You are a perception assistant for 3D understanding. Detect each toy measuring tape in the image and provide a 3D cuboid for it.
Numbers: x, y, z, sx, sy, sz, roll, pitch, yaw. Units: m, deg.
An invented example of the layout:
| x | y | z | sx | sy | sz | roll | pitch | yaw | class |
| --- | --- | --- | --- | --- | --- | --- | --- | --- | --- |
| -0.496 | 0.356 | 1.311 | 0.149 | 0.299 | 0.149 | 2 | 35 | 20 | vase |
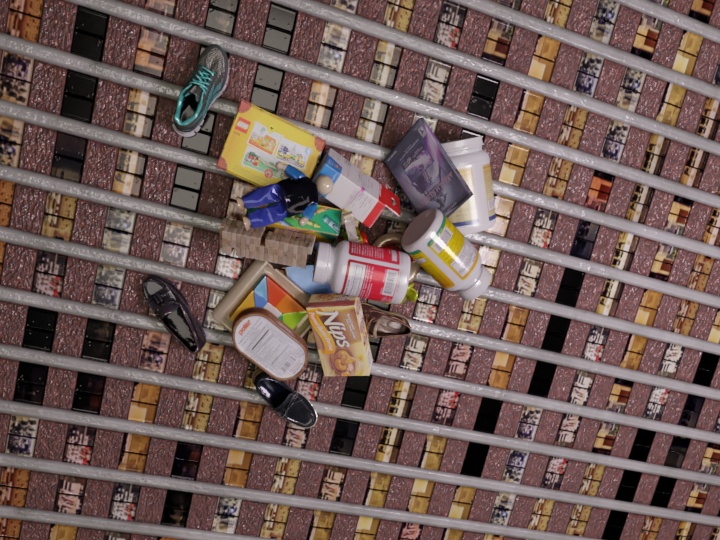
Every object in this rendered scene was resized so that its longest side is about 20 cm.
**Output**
| x | y | z | sx | sy | sz | roll | pitch | yaw | class |
| --- | --- | --- | --- | --- | --- | --- | --- | --- | --- |
| -0.021 | -0.083 | 1.183 | 0.072 | 0.074 | 0.201 | -23 | 147 | -5 | toy measuring tape |

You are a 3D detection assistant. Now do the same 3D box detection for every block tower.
| x | y | z | sx | sy | sz | roll | pitch | yaw | class |
| --- | --- | --- | --- | --- | --- | --- | --- | --- | --- |
| -0.196 | -0.056 | 1.109 | 0.195 | 0.054 | 0.059 | 10 | 124 | -2 | block tower |

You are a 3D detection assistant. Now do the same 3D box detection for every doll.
| x | y | z | sx | sy | sz | roll | pitch | yaw | class |
| --- | --- | --- | --- | --- | --- | --- | --- | --- | --- |
| -0.148 | -0.152 | 1.070 | 0.196 | 0.048 | 0.139 | -18 | 88 | -8 | doll |

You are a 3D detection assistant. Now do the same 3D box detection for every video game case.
| x | y | z | sx | sy | sz | roll | pitch | yaw | class |
| --- | --- | --- | --- | --- | --- | --- | --- | --- | --- |
| 0.144 | -0.207 | 1.165 | 0.019 | 0.143 | 0.202 | -20 | 75 | -43 | video game case |

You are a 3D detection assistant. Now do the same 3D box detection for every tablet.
| x | y | z | sx | sy | sz | roll | pitch | yaw | class |
| --- | --- | --- | --- | --- | --- | --- | --- | --- | --- |
| -0.112 | -0.007 | 1.245 | 0.127 | 0.014 | 0.205 | -13 | 103 | -8 | tablet |

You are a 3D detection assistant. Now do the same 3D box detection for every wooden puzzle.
| x | y | z | sx | sy | sz | roll | pitch | yaw | class |
| --- | --- | --- | --- | --- | --- | --- | --- | --- | --- |
| -0.214 | 0.098 | 1.225 | 0.199 | 0.037 | 0.186 | 41 | 95 | -12 | wooden puzzle |

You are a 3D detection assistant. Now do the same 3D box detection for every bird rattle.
| x | y | z | sx | sy | sz | roll | pitch | yaw | class |
| --- | --- | --- | --- | --- | --- | --- | --- | --- | --- |
| 0.095 | -0.021 | 1.237 | 0.161 | 0.113 | 0.203 | 28 | 95 | 7 | bird rattle |

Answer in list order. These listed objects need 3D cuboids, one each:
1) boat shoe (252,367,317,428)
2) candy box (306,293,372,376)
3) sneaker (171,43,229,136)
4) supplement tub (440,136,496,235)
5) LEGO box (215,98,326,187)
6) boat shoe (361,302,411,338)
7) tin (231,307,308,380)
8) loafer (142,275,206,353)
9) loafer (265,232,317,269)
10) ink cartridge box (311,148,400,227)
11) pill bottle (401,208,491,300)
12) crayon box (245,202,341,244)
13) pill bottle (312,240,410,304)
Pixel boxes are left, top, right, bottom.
| x | y | z | sx | sy | sz | roll | pitch | yaw | class |
| --- | --- | --- | --- | --- | --- | --- | --- | --- | --- |
| -0.180 | 0.312 | 1.267 | 0.075 | 0.062 | 0.200 | -43 | 106 | -2 | boat shoe |
| -0.045 | 0.149 | 1.217 | 0.113 | 0.056 | 0.204 | -4 | 120 | 13 | candy box |
| -0.330 | -0.372 | 1.098 | 0.076 | 0.091 | 0.203 | 24 | 95 | -14 | sneaker |
| 0.227 | -0.192 | 1.205 | 0.141 | 0.144 | 0.205 | -11 | 102 | -8 | supplement tub |
| -0.193 | -0.253 | 1.151 | 0.197 | 0.077 | 0.151 | 23 | 95 | -13 | LEGO box |
| 0.029 | 0.125 | 1.264 | 0.196 | 0.072 | 0.074 | 14 | 98 | -12 | boat shoe |
| -0.205 | 0.170 | 1.213 | 0.199 | 0.042 | 0.112 | 41 | 92 | -17 | tin |
| -0.414 | 0.099 | 1.184 | 0.071 | 0.063 | 0.202 | -34 | 104 | -3 | loafer |
| -0.175 | -0.035 | 1.184 | 0.196 | 0.073 | 0.073 | 17 | 89 | -3 | loafer |
| -0.008 | -0.172 | 1.174 | 0.198 | 0.117 | 0.068 | 33 | 115 | -14 | ink cartridge box |
| 0.190 | -0.029 | 1.149 | 0.199 | 0.113 | 0.113 | 41 | 91 | -20 | pill bottle |
| -0.144 | -0.111 | 1.154 | 0.195 | 0.119 | 0.060 | 10 | 83 | -7 | crayon box |
| 0.000 | 0.000 | 1.131 | 0.195 | 0.112 | 0.115 | 11 | 98 | -8 | pill bottle |
